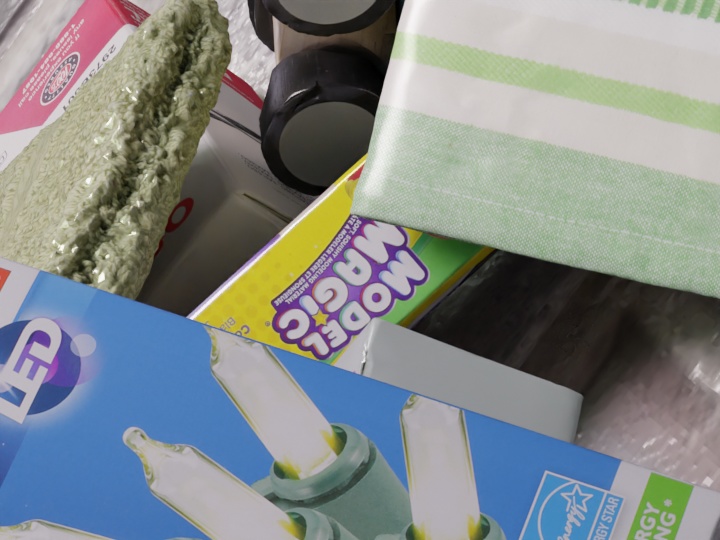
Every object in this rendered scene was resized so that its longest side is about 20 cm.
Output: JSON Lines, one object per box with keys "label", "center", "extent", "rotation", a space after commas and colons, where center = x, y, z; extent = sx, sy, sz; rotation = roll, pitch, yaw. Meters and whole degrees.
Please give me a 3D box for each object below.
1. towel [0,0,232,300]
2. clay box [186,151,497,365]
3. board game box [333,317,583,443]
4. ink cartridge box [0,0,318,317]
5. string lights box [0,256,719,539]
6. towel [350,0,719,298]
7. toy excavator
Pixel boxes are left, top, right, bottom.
{"label": "towel", "center": [-0.102, 0.016, 0.910], "extent": [0.148, 0.036, 0.201], "rotation": [-42, 22, 51]}
{"label": "clay box", "center": [0.000, 0.000, 0.900], "extent": [0.200, 0.048, 0.115], "rotation": [-43, -2, 4]}
{"label": "board game box", "center": [-0.019, 0.122, 0.808], "extent": [0.200, 0.064, 0.148], "rotation": [128, 159, -59]}
{"label": "ink cartridge box", "center": [-0.082, 0.008, 1.058], "extent": [0.145, 0.084, 0.200], "rotation": [-52, 29, 9]}
{"label": "string lights box", "center": [-0.028, 0.074, 0.683], "extent": [0.059, 0.199, 0.103], "rotation": [88, -158, -60]}
{"label": "towel", "center": [0.094, -0.094, 0.823], "extent": [0.023, 0.152, 0.201], "rotation": [29, -105, -77]}
{"label": "toy excavator", "center": [0.061, -0.130, 0.979], "extent": [0.100, 0.199, 0.195], "rotation": [-99, 6, -50]}
